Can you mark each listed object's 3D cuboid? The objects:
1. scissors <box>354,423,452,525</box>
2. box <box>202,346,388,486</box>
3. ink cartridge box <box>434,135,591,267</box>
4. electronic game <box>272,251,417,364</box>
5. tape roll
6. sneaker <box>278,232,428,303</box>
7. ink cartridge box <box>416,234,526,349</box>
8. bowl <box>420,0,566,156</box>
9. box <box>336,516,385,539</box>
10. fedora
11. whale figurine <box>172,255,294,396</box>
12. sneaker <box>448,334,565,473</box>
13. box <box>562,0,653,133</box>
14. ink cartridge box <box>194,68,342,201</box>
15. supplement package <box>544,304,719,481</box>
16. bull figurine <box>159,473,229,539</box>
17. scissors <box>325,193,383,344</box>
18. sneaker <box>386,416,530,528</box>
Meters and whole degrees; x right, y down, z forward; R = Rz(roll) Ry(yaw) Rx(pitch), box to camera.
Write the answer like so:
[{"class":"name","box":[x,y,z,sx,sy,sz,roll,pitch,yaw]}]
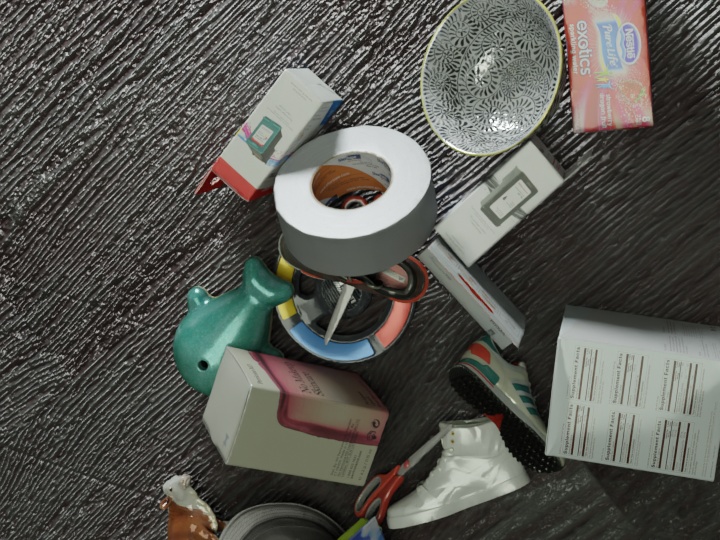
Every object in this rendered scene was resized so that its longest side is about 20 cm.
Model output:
[{"class":"scissors","box":[0.053,0.259,1.705,0.014,0.073,0.201,27,108,-24]},{"class":"box","box":[-0.084,0.186,1.650,0.197,0.128,0.110,14,104,-26]},{"class":"ink cartridge box","box":[0.190,-0.101,1.596,0.200,0.116,0.068,-42,91,14]},{"class":"electronic game","box":[-0.022,0.024,1.698,0.197,0.042,0.204,2,99,11]},{"class":"tape roll","box":[-0.006,-0.088,1.589,0.197,0.202,0.067,-1,137,11]},{"class":"sneaker","box":[-0.011,-0.015,1.603,0.197,0.082,0.078,15,93,8]},{"class":"ink cartridge box","box":[0.133,0.031,1.585,0.047,0.200,0.160,-42,89,13]},{"class":"bowl","box":[0.179,-0.231,1.572,0.198,0.094,0.204,-7,79,36]},{"class":"box","box":[-0.003,0.422,1.687,0.047,0.121,0.202,18,137,49]},{"class":"fedora","box":[-0.094,0.407,1.716,0.197,0.090,0.179,20,95,-17]},{"class":"whale figurine","box":[-0.169,0.080,1.694,0.159,0.104,0.201,40,116,3]},{"class":"sneaker","box":[0.204,0.166,1.653,0.200,0.094,0.070,46,144,-9]},{"class":"box","box":[0.297,-0.271,1.556,0.098,0.095,0.204,-4,98,11]},{"class":"ink cartridge box","box":[-0.117,-0.159,1.648,0.067,0.116,0.201,40,105,3]},{"class":"supplement package","box":[0.333,0.143,1.568,0.197,0.191,0.150,8,101,11]},{"class":"bull figurine","box":[-0.226,0.378,1.782,0.120,0.065,0.203,15,105,22]},{"class":"scissors","box":[0.000,0.000,1.656,0.072,0.014,0.204,9,91,5]},{"class":"sneaker","box":[0.111,0.258,1.700,0.197,0.074,0.117,-22,90,7]}]
